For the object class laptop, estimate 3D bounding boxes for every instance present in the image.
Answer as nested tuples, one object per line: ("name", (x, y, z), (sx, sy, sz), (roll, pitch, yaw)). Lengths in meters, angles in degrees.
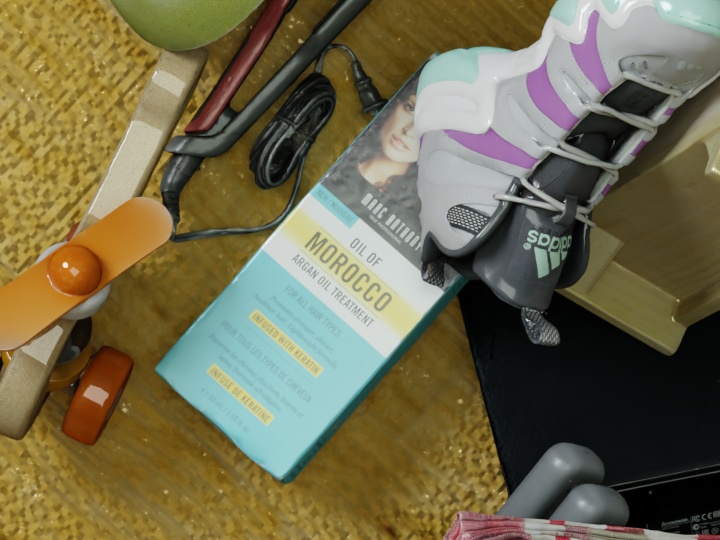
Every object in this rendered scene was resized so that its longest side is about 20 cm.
("laptop", (0.156, 0.092, 1.347), (0.187, 0.116, 0.200), (-11, 117, -4))

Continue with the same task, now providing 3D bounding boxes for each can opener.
("can opener", (0.060, 0.163, 1.286), (0.066, 0.053, 0.200), (9, 125, -37))

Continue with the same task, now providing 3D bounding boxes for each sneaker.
("sneaker", (0.090, -0.038, 1.196), (0.078, 0.200, 0.140), (16, 70, -27))

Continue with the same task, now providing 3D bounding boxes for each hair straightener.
("hair straightener", (-0.024, -0.090, 1.325), (0.077, 0.041, 0.200), (35, 87, -2))

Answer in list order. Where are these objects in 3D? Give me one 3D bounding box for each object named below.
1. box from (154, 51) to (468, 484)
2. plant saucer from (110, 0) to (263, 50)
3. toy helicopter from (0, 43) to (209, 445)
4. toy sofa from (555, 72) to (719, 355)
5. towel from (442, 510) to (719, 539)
("box", (0.000, 0.000, 1.316), (0.082, 0.049, 0.200), (41, 87, 5))
("plant saucer", (-0.074, -0.199, 1.251), (0.031, 0.200, 0.200), (14, 88, -35))
("toy helicopter", (-0.121, -0.017, 1.269), (0.079, 0.132, 0.200), (25, 87, 1))
("toy sofa", (0.162, -0.040, 1.239), (0.083, 0.200, 0.098), (29, 68, -11))
("towel", (0.101, 0.174, 1.259), (0.200, 0.023, 0.144), (8, 126, -29))
